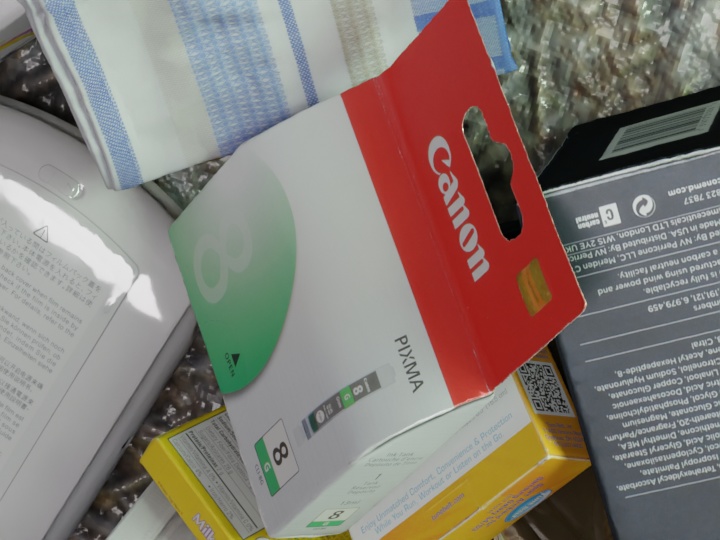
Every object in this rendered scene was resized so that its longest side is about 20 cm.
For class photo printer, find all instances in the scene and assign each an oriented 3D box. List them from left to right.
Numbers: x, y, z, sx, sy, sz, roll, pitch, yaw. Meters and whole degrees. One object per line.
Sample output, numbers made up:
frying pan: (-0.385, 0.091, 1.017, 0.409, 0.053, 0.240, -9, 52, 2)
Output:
photo printer: (-0.171, 0.024, 1.189, 0.166, 0.069, 0.201, 34, 109, 3)

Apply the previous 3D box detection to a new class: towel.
towel: (-0.036, -0.105, 1.052, 0.198, 0.024, 0.147, -16, 142, 1)

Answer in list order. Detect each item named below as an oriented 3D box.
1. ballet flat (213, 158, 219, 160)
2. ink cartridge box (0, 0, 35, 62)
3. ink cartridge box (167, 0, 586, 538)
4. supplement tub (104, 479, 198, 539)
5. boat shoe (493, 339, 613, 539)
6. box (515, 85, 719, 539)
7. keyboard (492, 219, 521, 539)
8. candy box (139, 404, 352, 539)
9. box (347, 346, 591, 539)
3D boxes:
ballet flat: (-0.035, -0.103, 1.126, 0.199, 0.063, 0.069, -27, 96, 19)
ink cartridge box: (-0.164, -0.147, 1.102, 0.199, 0.148, 0.086, -34, 94, 20)
ink cartridge box: (0.000, 0.000, 1.050, 0.200, 0.050, 0.162, -47, 54, 45)
supplement tub: (-0.048, 0.198, 1.168, 0.200, 0.140, 0.141, 39, 110, 1)
boat shoe: (0.089, 0.114, 1.129, 0.073, 0.066, 0.202, -8, 81, -9)
box: (0.155, 0.033, 1.071, 0.106, 0.148, 0.202, -15, 100, 17)
keyboard: (0.064, 0.079, 1.174, 0.103, 0.040, 0.202, -14, 101, -7)
candy box: (-0.006, 0.142, 1.121, 0.200, 0.102, 0.026, 52, 132, 15)
box: (0.020, 0.029, 1.109, 0.119, 0.041, 0.201, -40, 57, 33)
